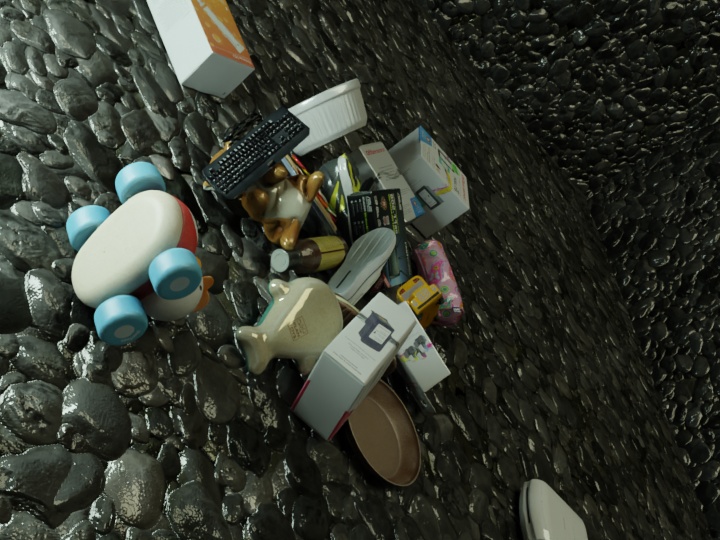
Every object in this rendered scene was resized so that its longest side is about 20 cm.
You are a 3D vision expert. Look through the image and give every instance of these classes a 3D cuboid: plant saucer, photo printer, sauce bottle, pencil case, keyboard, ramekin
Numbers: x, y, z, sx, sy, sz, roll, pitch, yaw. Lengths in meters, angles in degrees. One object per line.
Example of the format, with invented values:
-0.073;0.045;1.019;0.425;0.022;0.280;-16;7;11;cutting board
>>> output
0.030;0.277;1.318;0.200;0.036;0.203;39;32;-30;plant saucer
0.406;0.551;1.619;0.200;0.069;0.168;46;29;-21;photo printer
-0.093;-0.029;1.406;0.199;0.064;0.066;-9;68;-62;sauce bottle
0.176;0.030;1.776;0.087;0.087;0.203;25;42;-46;pencil case
-0.177;-0.206;1.239;0.103;0.040;0.200;36;60;15;keyboard
-0.076;-0.315;1.611;0.096;0.199;0.202;65;26;-9;ramekin

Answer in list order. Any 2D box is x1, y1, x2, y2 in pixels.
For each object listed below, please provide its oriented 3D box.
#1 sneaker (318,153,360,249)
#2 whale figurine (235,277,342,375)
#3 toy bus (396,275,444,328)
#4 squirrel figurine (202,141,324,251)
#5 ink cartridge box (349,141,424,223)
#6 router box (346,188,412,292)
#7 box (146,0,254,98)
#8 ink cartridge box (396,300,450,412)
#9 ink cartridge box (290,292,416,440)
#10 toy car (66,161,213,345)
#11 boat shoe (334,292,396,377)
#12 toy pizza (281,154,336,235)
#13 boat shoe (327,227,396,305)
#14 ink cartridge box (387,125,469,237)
-0.037;-0.139;1.616;0.074;0.083;0.205;-2;83;-63;sneaker
-0.121;0.093;1.219;0.198;0.103;0.162;-29;102;-40;whale figurine
0.113;0.072;1.521;0.079;0.065;0.201;51;-12;17;toy bus
-0.177;-0.137;1.330;0.184;0.144;0.200;26;-2;-9;squirrel figurine
0.048;-0.188;1.791;0.202;0.083;0.145;58;27;2;ink cartridge box
0.043;-0.065;1.595;0.149;0.061;0.205;-17;100;-63;router box
-0.305;-0.450;1.464;0.123;0.097;0.203;3;59;-58;box
0.103;0.165;1.468;0.202;0.067;0.115;58;-10;1;ink cartridge box
-0.007;0.148;1.221;0.084;0.146;0.200;36;36;8;ink cartridge box
-0.255;-0.001;1.013;0.186;0.176;0.200;59;12;31;toy car
-0.011;0.109;1.403;0.203;0.074;0.075;52;15;-27;boat shoe
-0.097;-0.157;1.482;0.202;0.031;0.200;56;-1;1;toy pizza
0.000;0.000;1.471;0.200;0.073;0.068;-45;146;-30;boat shoe
0.160;-0.222;1.947;0.200;0.145;0.148;42;31;-27;ink cartridge box
